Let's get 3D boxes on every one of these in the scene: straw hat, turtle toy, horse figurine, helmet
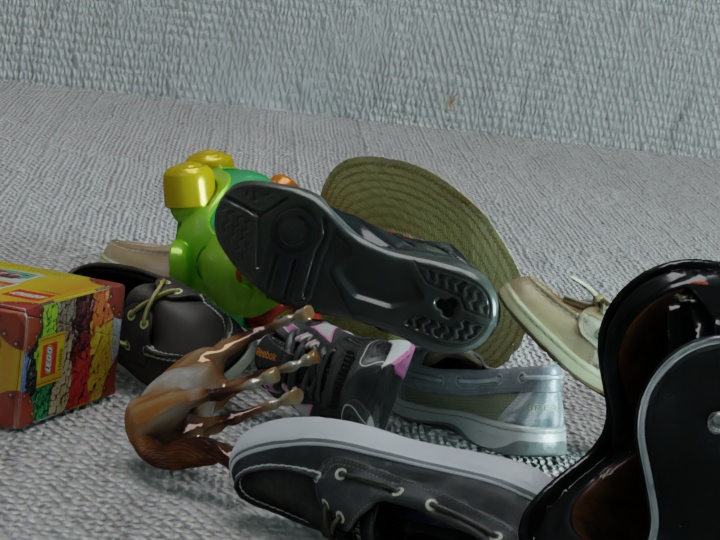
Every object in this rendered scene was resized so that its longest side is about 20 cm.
[{"bbox_3d":[0.017,0.018,1.921,0.201,0.201,0.085,15,43,41],"label":"straw hat"},{"bbox_3d":[-0.085,-0.009,1.934,0.101,0.146,0.200,-2,8,8],"label":"turtle toy"},{"bbox_3d":[-0.093,0.079,1.627,0.132,0.050,0.200,-22,14,13],"label":"horse figurine"},{"bbox_3d":[0.181,0.106,1.296,0.200,0.191,0.200,9,15,-2],"label":"helmet"}]

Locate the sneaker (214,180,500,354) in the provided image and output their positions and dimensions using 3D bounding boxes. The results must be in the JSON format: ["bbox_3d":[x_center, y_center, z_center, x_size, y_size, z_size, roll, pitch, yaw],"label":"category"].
[{"bbox_3d":[0.000,0.000,1.784,0.199,0.076,0.114,20,0,8],"label":"sneaker"}]

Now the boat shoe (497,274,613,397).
[{"bbox_3d":[0.182,0.057,1.767,0.200,0.063,0.073,35,9,-1],"label":"boat shoe"}]

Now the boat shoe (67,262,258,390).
[{"bbox_3d":[-0.142,0.037,1.826,0.072,0.061,0.201,-42,27,-22],"label":"boat shoe"}]

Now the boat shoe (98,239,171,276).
[{"bbox_3d":[-0.114,-0.013,2.218,0.200,0.065,0.072,7,9,1],"label":"boat shoe"}]

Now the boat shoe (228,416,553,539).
[{"bbox_3d":[0.011,0.126,1.461,0.200,0.069,0.057,6,46,27],"label":"boat shoe"}]

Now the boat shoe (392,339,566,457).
[{"bbox_3d":[0.074,0.075,1.809,0.074,0.065,0.202,3,9,-27],"label":"boat shoe"}]

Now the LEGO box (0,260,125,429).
[{"bbox_3d":[-0.274,0.037,1.748,0.200,0.077,0.149,10,10,19],"label":"LEGO box"}]

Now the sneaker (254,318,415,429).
[{"bbox_3d":[-0.025,0.069,1.712,0.086,0.080,0.200,19,-5,-8],"label":"sneaker"}]

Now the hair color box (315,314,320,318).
[{"bbox_3d":[-0.038,0.014,2.123,0.200,0.061,0.102,7,9,6],"label":"hair color box"}]
